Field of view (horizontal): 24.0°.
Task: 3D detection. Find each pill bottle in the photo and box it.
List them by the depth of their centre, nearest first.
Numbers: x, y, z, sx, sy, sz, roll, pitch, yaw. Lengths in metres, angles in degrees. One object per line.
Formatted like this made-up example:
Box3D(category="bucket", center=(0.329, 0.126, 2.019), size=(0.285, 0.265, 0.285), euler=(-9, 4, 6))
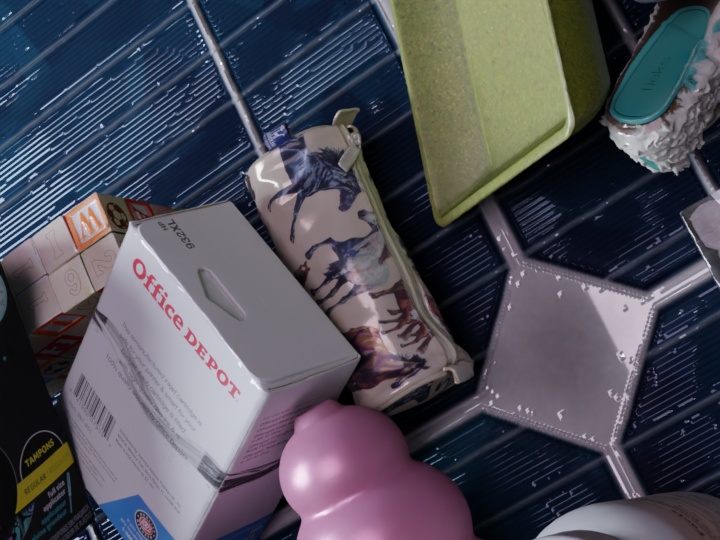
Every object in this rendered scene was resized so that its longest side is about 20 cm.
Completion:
Box3D(category="pill bottle", center=(0.145, 0.178, 0.899), size=(0.114, 0.200, 0.114), euler=(-3, 85, 29))

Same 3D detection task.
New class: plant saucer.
Box3D(category="plant saucer", center=(0.082, -0.147, 1.004), size=(0.200, 0.048, 0.200), euler=(143, 118, -66))

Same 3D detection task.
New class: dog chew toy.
Box3D(category="dog chew toy", center=(0.020, 0.168, 0.996), size=(0.124, 0.125, 0.200), euler=(-28, 90, 24))

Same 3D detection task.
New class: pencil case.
Box3D(category="pencil case", center=(0.000, 0.000, 1.064), size=(0.089, 0.078, 0.200), euler=(-45, 64, 43))

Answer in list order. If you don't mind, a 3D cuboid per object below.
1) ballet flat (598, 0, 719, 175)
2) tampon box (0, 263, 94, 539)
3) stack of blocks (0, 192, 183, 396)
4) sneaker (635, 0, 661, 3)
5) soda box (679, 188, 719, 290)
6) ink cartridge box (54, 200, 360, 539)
Box3D(category="ballet flat", center=(0.201, -0.139, 0.967), size=(0.072, 0.072, 0.200), euler=(25, 73, 28))
Box3D(category="tampon box", center=(-0.285, 0.107, 1.065), size=(0.126, 0.150, 0.200), euler=(-2, 115, 35))
Box3D(category="stack of blocks", center=(-0.206, 0.028, 1.155), size=(0.200, 0.115, 0.059), euler=(-32, 71, 23))
Box3D(category="sneaker", center=(0.155, -0.222, 0.975), size=(0.114, 0.075, 0.200), euler=(-6, 47, 39))
Box3D(category="soda box", center=(0.281, -0.050, 0.923), size=(0.200, 0.063, 0.071), euler=(-32, 71, 22))
Box3D(category="ink cartridge box", center=(-0.104, 0.079, 1.072), size=(0.145, 0.084, 0.200), euler=(49, 133, 24))
